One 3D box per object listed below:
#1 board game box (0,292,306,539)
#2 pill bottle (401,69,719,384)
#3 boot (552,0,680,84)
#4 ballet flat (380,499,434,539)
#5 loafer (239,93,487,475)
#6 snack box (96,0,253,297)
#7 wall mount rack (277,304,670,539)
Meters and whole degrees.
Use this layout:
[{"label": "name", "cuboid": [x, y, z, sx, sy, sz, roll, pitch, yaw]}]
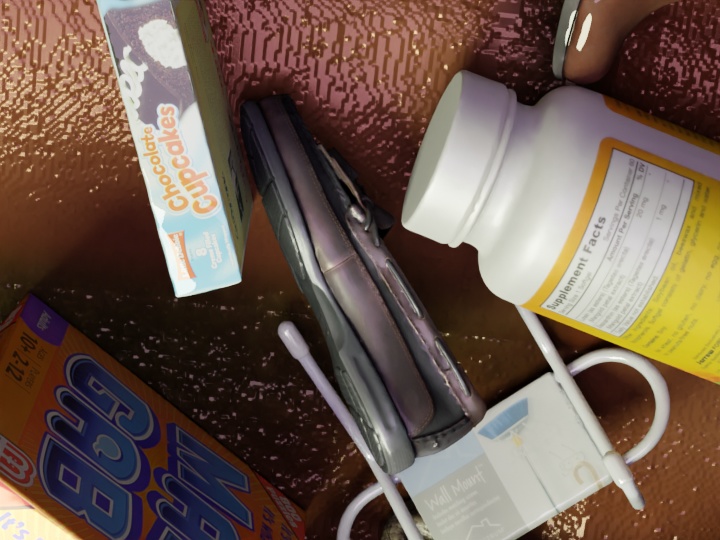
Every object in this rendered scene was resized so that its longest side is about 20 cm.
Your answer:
[{"label": "board game box", "cuboid": [-0.166, 0.176, 0.979, 0.200, 0.200, 0.200, 39, 105, -12]}, {"label": "pill bottle", "cuboid": [0.126, -0.024, 0.956, 0.198, 0.111, 0.112, 21, 109, -7]}, {"label": "boot", "cuboid": [0.210, -0.127, 0.917, 0.199, 0.068, 0.189, 35, 95, 9]}, {"label": "ballet flat", "cuboid": [0.097, 0.192, 1.067, 0.199, 0.046, 0.068, 32, 107, -11]}, {"label": "loafer", "cuboid": [0.000, 0.000, 0.974, 0.062, 0.072, 0.202, -22, 84, -9]}, {"label": "snack box", "cuboid": [-0.092, -0.102, 0.925, 0.037, 0.116, 0.202, -12, 109, 4]}, {"label": "wall mount rack", "cuboid": [0.055, 0.076, 1.011, 0.199, 0.075, 0.175, -32, 69, 4]}]
